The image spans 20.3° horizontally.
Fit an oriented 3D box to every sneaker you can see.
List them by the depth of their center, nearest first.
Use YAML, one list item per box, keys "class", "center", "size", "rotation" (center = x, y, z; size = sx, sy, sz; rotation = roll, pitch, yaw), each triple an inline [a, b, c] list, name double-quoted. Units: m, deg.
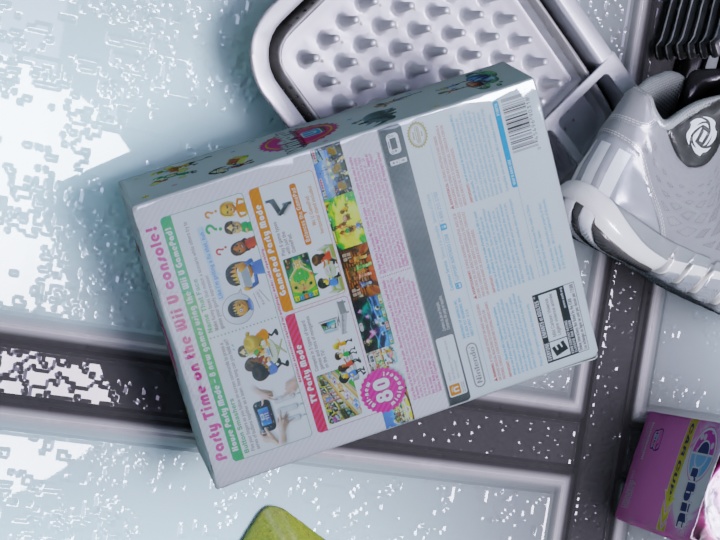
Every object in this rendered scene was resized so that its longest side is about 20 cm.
- class: "sneaker"
  center: [0.187, -0.043, 1.061]
  size: [0.200, 0.075, 0.116]
  rotation: [24, 93, -51]

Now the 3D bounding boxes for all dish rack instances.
- class: "dish rack"
  center: [0.042, -0.092, 1.031]
  size: [0.172, 0.043, 0.200]
  rotation: [-45, 113, -17]

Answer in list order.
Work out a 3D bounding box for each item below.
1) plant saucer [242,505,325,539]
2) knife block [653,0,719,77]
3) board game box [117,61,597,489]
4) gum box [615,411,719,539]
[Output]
- class: "plant saucer"
  center: [-0.020, 0.258, 1.024]
  size: [0.199, 0.048, 0.201]
  rotation: [39, 77, -25]
- class: "knife block"
  center: [0.245, -0.171, 1.121]
  size: [0.199, 0.064, 0.176]
  rotation: [-35, 110, -21]
- class: "board game box"
  center: [0.000, 0.000, 0.967]
  size: [0.199, 0.064, 0.149]
  rotation: [-18, 109, -8]
- class: "gum box"
  center: [0.255, 0.142, 1.097]
  size: [0.199, 0.113, 0.067]
  rotation: [20, 85, -12]
